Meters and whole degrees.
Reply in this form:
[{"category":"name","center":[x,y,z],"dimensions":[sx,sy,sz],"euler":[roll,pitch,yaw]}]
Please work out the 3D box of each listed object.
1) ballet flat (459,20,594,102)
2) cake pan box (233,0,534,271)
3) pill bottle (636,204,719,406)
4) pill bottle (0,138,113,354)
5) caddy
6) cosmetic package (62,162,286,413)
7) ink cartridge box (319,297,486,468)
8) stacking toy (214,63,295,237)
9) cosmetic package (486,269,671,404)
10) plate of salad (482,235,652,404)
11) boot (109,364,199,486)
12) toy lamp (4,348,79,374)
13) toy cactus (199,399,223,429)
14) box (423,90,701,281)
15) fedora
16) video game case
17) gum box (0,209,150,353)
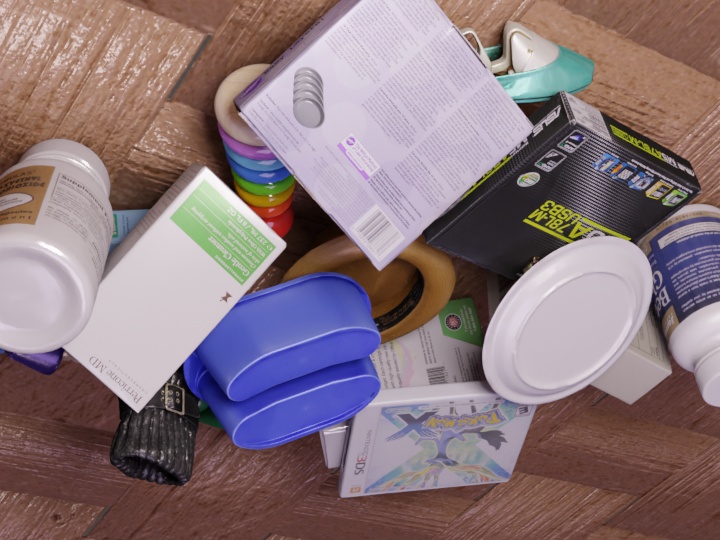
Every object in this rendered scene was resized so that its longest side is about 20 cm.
[{"category":"ballet flat","center":[0.116,-0.182,1.177],"dimensions":[0.197,0.068,0.071],"euler":[-11,128,-5]},{"category":"cake pan box","center":[0.023,-0.128,1.118],"dimensions":[0.184,0.052,0.200],"euler":[-42,111,3]},{"category":"pill bottle","center":[0.371,0.039,1.408],"dimensions":[0.109,0.202,0.112],"euler":[-7,142,-6]},{"category":"pill bottle","center":[-0.271,-0.030,1.136],"dimensions":[0.113,0.201,0.116],"euler":[-1,121,-1]},{"category":"caddy","center":[-0.072,0.081,1.284],"dimensions":[0.198,0.105,0.143],"euler":[-18,136,-18]},{"category":"cosmetic package","center":[-0.174,0.013,1.188],"dimensions":[0.107,0.085,0.200],"euler":[41,85,-16]},{"category":"ink cartridge box","center":[0.043,0.124,1.471],"dimensions":[0.197,0.146,0.084],"euler":[-9,143,-4]},{"category":"stacking toy","center":[-0.091,-0.095,1.224],"dimensions":[0.084,0.086,0.201],"euler":[-5,147,-8]},{"category":"cosmetic package","center":[0.236,0.053,1.438],"dimensions":[0.199,0.104,0.073],"euler":[28,129,-22]},{"category":"plate of salad","center":[0.202,0.047,1.315],"dimensions":[0.198,0.048,0.202],"euler":[-16,130,-20]},{"category":"boot","center":[-0.224,0.105,1.273],"dimensions":[0.079,0.160,0.210],"euler":[-9,147,44]},{"category":"toy lamp","center":[-0.263,0.088,1.348],"dimensions":[0.198,0.059,0.058],"euler":[17,134,-35]},{"category":"toy cactus","center":[-0.192,0.162,1.514],"dimensions":[0.198,0.103,0.165],"euler":[7,149,-36]},{"category":"box","center":[0.189,-0.064,1.252],"dimensions":[0.199,0.048,0.193],"euler":[21,130,-38]},{"category":"fedora","center":[0.000,0.000,1.357],"dimensions":[0.198,0.083,0.202],"euler":[-7,144,-5]},{"category":"video game case","center":[0.081,0.180,1.415],"dimensions":[0.197,0.022,0.183],"euler":[-4,141,-11]},{"category":"gum box","center":[-0.306,0.013,1.322],"dimensions":[0.197,0.045,0.171],"euler":[-4,142,-12]}]
